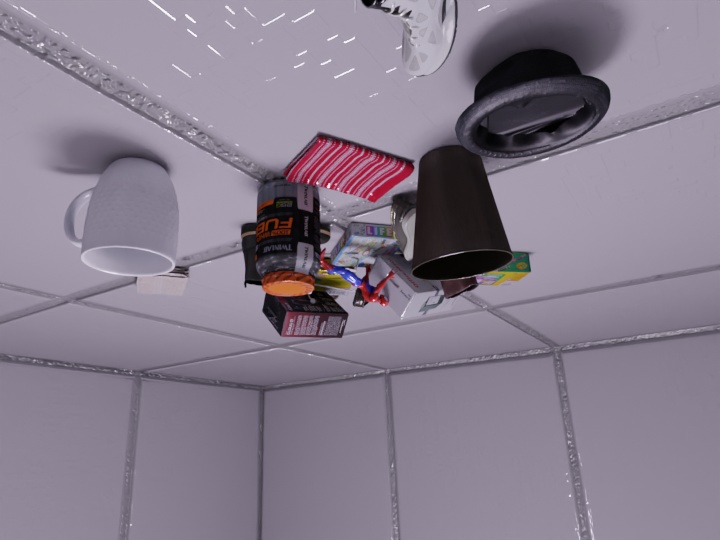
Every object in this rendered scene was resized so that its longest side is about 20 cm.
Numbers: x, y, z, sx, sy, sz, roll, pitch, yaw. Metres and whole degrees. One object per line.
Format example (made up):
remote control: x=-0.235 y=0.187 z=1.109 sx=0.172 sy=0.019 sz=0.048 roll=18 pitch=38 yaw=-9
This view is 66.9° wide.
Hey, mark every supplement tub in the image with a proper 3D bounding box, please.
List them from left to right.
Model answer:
supplement tub: x=-0.136 y=-0.060 z=1.030 sx=0.122 sy=0.201 sz=0.123 roll=-3 pitch=161 yaw=-1

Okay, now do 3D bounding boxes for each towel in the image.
towel: x=-0.546 y=0.033 z=1.504 sx=0.132 sy=0.035 sz=0.200 roll=6 pitch=160 yaw=-20
towel: x=-0.020 y=-0.177 z=0.981 sx=0.200 sy=0.023 sz=0.145 roll=10 pitch=157 yaw=-31

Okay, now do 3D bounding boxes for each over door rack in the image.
over door rack: x=-0.098 y=0.026 z=1.348 sx=0.199 sy=0.067 sz=0.148 roll=-1 pitch=156 yaw=2

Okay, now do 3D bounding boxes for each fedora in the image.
fedora: x=0.226 y=-0.232 z=0.740 sx=0.200 sy=0.092 sz=0.201 roll=-2 pitch=161 yaw=-1

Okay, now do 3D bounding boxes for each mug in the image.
mug: x=-0.412 y=-0.093 z=0.936 sx=0.199 sy=0.176 sz=0.148 roll=-4 pitch=161 yaw=7

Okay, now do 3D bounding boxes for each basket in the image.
basket: x=0.166 y=-0.101 z=0.949 sx=0.180 sy=0.201 sz=0.136 roll=-15 pitch=158 yaw=35

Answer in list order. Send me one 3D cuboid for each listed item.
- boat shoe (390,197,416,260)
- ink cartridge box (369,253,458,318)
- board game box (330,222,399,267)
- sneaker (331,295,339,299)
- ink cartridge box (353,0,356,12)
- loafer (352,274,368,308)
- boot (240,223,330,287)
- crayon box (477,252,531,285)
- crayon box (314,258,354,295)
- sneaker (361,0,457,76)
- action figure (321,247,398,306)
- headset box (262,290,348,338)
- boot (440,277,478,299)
boat shoe: x=0.103 y=-0.087 z=1.173 sx=0.072 sy=0.060 sz=0.202 roll=-41 pitch=156 yaw=-11
ink cartridge box: x=0.132 y=0.031 z=1.324 sx=0.200 sy=0.146 sz=0.084 roll=-4 pitch=130 yaw=-46
board game box: x=0.015 y=-0.056 z=1.316 sx=0.134 sy=0.034 sz=0.200 roll=4 pitch=160 yaw=-17
sneaker: x=-0.160 y=0.060 z=1.612 sx=0.199 sy=0.071 sz=0.076 roll=1 pitch=180 yaw=0
ink cartridge box: x=-0.040 y=-0.317 z=0.426 sx=0.068 sy=0.115 sz=0.200 roll=-3 pitch=161 yaw=2
loafer: x=0.051 y=0.041 z=1.408 sx=0.071 sy=0.200 sz=0.073 roll=30 pitch=129 yaw=19
boot: x=-0.163 y=-0.029 z=1.212 sx=0.199 sy=0.139 sz=0.077 roll=-3 pitch=161 yaw=-2
crayon box: x=0.339 y=-0.004 z=1.470 sx=0.199 sy=0.058 sz=0.119 roll=2 pitch=160 yaw=-12
crayon box: x=-0.084 y=0.014 z=1.477 sx=0.127 sy=0.051 sz=0.200 roll=3 pitch=161 yaw=-8
sneaker: x=0.042 y=-0.275 z=0.562 sx=0.115 sy=0.076 sz=0.201 roll=-26 pitch=158 yaw=-18
action figure: x=0.000 y=0.000 z=1.232 sx=0.200 sy=0.099 sz=0.065 roll=40 pitch=171 yaw=-14
headset box: x=-0.155 y=0.110 z=1.426 sx=0.200 sy=0.075 sz=0.149 roll=5 pitch=-161 yaw=-33
boot: x=0.178 y=-0.015 z=1.246 sx=0.072 sy=0.167 sz=0.200 roll=6 pitch=159 yaw=-37
